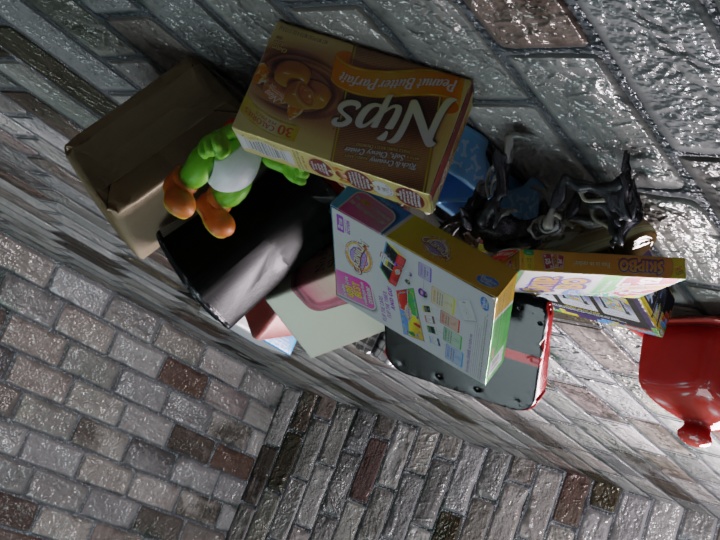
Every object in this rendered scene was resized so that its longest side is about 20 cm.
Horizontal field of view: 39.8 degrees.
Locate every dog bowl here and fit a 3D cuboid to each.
[{"bbox_3d":[0.113,-0.095,1.058,0.199,0.050,0.111,33,163,-34],"label":"dog bowl"}]

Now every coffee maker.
[{"bbox_3d":[-0.117,-0.037,1.145,0.135,0.199,0.192,51,176,-33],"label":"coffee maker"}]

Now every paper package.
[{"bbox_3d":[-0.227,-0.127,1.159,0.104,0.190,0.200,50,167,8],"label":"paper package"}]

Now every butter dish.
[{"bbox_3d":[0.443,0.152,1.268,0.197,0.150,0.199,26,166,-20],"label":"butter dish"}]

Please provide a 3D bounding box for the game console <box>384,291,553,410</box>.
[{"bbox_3d":[0.116,0.071,1.117,0.197,0.031,0.179,16,134,20],"label":"game console"}]

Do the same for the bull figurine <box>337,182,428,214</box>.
[{"bbox_3d":[-0.005,-0.116,1.092,0.198,0.065,0.122,23,-154,-37],"label":"bull figurine"}]

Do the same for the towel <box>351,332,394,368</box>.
[{"bbox_3d":[0.046,0.041,1.383,0.085,0.168,0.200,28,178,-1],"label":"towel"}]

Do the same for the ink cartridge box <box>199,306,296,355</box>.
[{"bbox_3d":[-0.137,0.005,1.519,0.083,0.203,0.145,12,164,42],"label":"ink cartridge box"}]

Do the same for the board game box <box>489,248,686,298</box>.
[{"bbox_3d":[0.215,0.004,0.997,0.196,0.031,0.096,6,166,-14],"label":"board game box"}]

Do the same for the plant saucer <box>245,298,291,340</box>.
[{"bbox_3d":[-0.103,-0.011,1.374,0.036,0.203,0.199,-30,164,34],"label":"plant saucer"}]

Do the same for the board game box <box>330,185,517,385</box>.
[{"bbox_3d":[0.060,0.014,1.018,0.198,0.040,0.154,31,148,22],"label":"board game box"}]

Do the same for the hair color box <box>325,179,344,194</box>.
[{"bbox_3d":[-0.041,-0.086,1.313,0.197,0.065,0.111,23,166,-10],"label":"hair color box"}]

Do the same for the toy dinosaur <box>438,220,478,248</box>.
[{"bbox_3d":[0.153,-0.012,1.338,0.106,0.060,0.200,48,178,34],"label":"toy dinosaur"}]

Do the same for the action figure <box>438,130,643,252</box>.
[{"bbox_3d":[0.169,-0.069,0.967,0.197,0.104,0.119,-4,158,27],"label":"action figure"}]

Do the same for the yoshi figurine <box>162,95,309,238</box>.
[{"bbox_3d":[-0.107,-0.116,1.010,0.112,0.200,0.113,44,-161,-4],"label":"yoshi figurine"}]

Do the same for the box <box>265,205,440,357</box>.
[{"bbox_3d":[0.000,0.000,1.218,0.197,0.129,0.109,-21,123,24],"label":"box"}]

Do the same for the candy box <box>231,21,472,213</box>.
[{"bbox_3d":[-0.006,-0.143,0.921,0.197,0.117,0.055,20,167,11],"label":"candy box"}]

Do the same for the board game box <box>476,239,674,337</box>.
[{"bbox_3d":[0.260,0.005,1.193,0.197,0.057,0.165,15,163,34],"label":"board game box"}]

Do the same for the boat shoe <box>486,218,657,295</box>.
[{"bbox_3d":[0.220,-0.023,1.073,0.198,0.066,0.072,-23,152,32],"label":"boat shoe"}]
